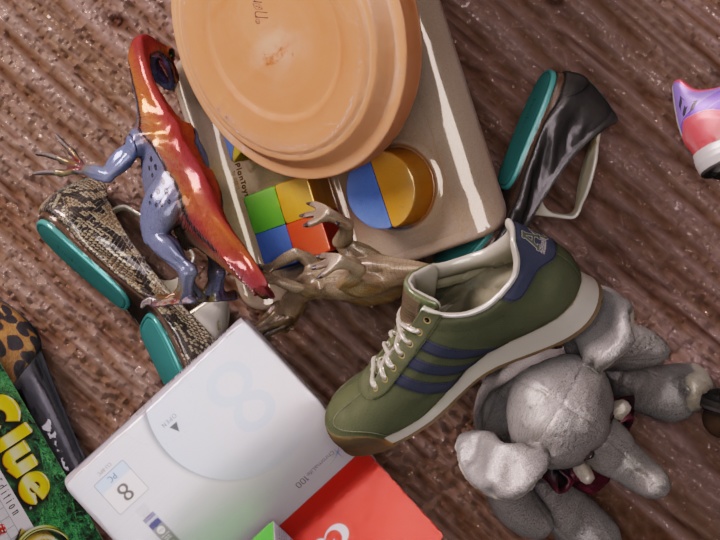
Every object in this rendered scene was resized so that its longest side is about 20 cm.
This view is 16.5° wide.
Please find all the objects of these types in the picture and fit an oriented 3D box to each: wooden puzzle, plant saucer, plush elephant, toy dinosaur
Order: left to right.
[{"bbox_3d":[-0.111,-0.069,1.628,0.200,0.105,0.182,-3,91,41],"label":"toy dinosaur"},{"bbox_3d":[-0.048,-0.155,1.585,0.200,0.032,0.201,15,115,36],"label":"plant saucer"},{"bbox_3d":[-0.022,-0.085,1.648,0.200,0.046,0.185,-19,87,25],"label":"wooden puzzle"},{"bbox_3d":[0.000,0.000,1.618,0.200,0.101,0.058,-10,60,32],"label":"toy dinosaur"},{"bbox_3d":[0.138,0.099,1.589,0.200,0.155,0.165,37,90,-13],"label":"plush elephant"}]

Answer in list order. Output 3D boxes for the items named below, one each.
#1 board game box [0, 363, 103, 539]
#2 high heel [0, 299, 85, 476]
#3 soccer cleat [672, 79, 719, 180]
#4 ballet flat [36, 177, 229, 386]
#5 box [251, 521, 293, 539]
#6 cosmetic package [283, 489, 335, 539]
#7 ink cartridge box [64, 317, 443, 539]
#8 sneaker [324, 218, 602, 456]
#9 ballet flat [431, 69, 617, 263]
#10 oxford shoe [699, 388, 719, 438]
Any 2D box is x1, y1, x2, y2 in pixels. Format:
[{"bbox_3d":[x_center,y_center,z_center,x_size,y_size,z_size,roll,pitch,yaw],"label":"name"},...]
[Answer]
[{"bbox_3d":[-0.254,0.136,1.639,0.105,0.023,0.200,-34,104,-23],"label":"board game box"},{"bbox_3d":[-0.298,0.109,1.672,0.200,0.071,0.143,-24,94,-14],"label":"high heel"},{"bbox_3d":[0.306,-0.130,1.651,0.200,0.068,0.073,-24,80,4],"label":"soccer cleat"},{"bbox_3d":[-0.135,0.017,1.678,0.075,0.068,0.200,-37,85,-20],"label":"ballet flat"},{"bbox_3d":[-0.024,0.264,1.524,0.097,0.200,0.176,-43,97,2],"label":"box"},{"bbox_3d":[-0.089,0.214,1.673,0.151,0.052,0.200,-3,88,1],"label":"cosmetic package"},{"bbox_3d":[-0.068,0.156,1.620,0.160,0.047,0.200,-43,91,0],"label":"ink cartridge box"},{"bbox_3d":[0.045,0.034,1.548,0.200,0.067,0.090,-31,128,17],"label":"sneaker"},{"bbox_3d":[0.109,-0.037,1.658,0.068,0.068,0.200,30,96,-14],"label":"ballet flat"},{"bbox_3d":[0.306,0.137,1.625,0.200,0.073,0.085,24,96,-10],"label":"oxford shoe"}]
